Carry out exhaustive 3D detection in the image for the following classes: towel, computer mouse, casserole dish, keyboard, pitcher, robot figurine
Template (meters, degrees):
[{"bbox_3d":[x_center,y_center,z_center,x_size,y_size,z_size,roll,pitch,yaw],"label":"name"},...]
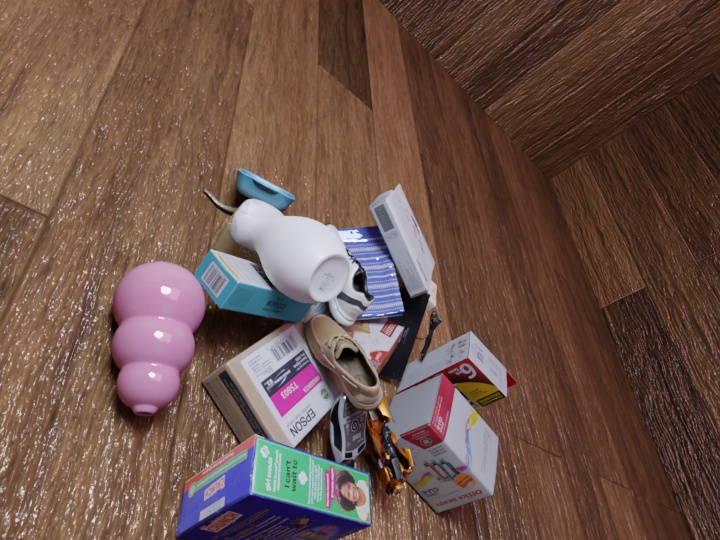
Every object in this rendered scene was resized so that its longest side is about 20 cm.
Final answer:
[{"bbox_3d":[0.000,0.000,1.013,0.142,0.024,0.203,-4,58,-10],"label":"towel"},{"bbox_3d":[-0.023,0.287,0.887,0.109,0.043,0.204,-7,100,-49],"label":"computer mouse"},{"bbox_3d":[-0.190,-0.156,1.037,0.120,0.039,0.200,27,7,-13],"label":"casserole dish"},{"bbox_3d":[0.103,0.138,1.119,0.125,0.203,0.021,16,8,-22],"label":"keyboard"},{"bbox_3d":[-0.093,-0.027,0.849,0.199,0.123,0.170,33,10,39],"label":"pitcher"},{"bbox_3d":[0.037,0.294,0.940,0.057,0.146,0.202,-15,58,-17],"label":"robot figurine"}]

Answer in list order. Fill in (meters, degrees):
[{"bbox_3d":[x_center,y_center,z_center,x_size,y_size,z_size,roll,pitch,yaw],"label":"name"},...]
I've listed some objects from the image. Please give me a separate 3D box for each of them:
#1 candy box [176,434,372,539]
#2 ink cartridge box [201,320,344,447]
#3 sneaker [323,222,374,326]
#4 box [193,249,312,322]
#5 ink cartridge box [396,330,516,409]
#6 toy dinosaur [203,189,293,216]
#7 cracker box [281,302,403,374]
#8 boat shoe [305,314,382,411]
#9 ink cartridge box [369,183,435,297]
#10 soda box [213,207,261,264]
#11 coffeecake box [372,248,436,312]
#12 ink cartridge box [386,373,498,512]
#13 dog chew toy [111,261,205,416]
[{"bbox_3d":[-0.111,0.307,0.697,0.199,0.168,0.078,31,36,-34],"label":"candy box"},{"bbox_3d":[-0.132,0.190,0.859,0.166,0.075,0.200,56,31,0],"label":"ink cartridge box"},{"bbox_3d":[-0.026,-0.005,0.947,0.073,0.080,0.203,11,51,-47],"label":"sneaker"},{"bbox_3d":[-0.162,0.029,0.836,0.082,0.049,0.199,43,10,29],"label":"box"},{"bbox_3d":[0.212,0.254,1.142,0.175,0.199,0.084,44,35,-16],"label":"ink cartridge box"},{"bbox_3d":[-0.205,-0.109,1.032,0.198,0.048,0.088,18,4,-40],"label":"toy dinosaur"},{"bbox_3d":[-0.033,0.114,0.989,0.198,0.058,0.134,27,31,11],"label":"cracker box"},{"bbox_3d":[-0.026,0.134,0.862,0.071,0.065,0.200,-25,52,-26],"label":"boat shoe"},{"bbox_3d":[0.091,-0.068,1.087,0.202,0.043,0.174,64,18,-12],"label":"ink cartridge box"},{"bbox_3d":[-0.162,-0.027,0.966,0.198,0.068,0.064,32,30,-12],"label":"soda box"},{"bbox_3d":[0.047,0.031,1.161,0.200,0.153,0.074,41,35,-21],"label":"coffeecake box"},{"bbox_3d":[0.158,0.343,1.045,0.200,0.145,0.145,48,33,-12],"label":"ink cartridge box"},{"bbox_3d":[-0.279,0.092,0.715,0.124,0.124,0.203,24,53,-40],"label":"dog chew toy"}]
